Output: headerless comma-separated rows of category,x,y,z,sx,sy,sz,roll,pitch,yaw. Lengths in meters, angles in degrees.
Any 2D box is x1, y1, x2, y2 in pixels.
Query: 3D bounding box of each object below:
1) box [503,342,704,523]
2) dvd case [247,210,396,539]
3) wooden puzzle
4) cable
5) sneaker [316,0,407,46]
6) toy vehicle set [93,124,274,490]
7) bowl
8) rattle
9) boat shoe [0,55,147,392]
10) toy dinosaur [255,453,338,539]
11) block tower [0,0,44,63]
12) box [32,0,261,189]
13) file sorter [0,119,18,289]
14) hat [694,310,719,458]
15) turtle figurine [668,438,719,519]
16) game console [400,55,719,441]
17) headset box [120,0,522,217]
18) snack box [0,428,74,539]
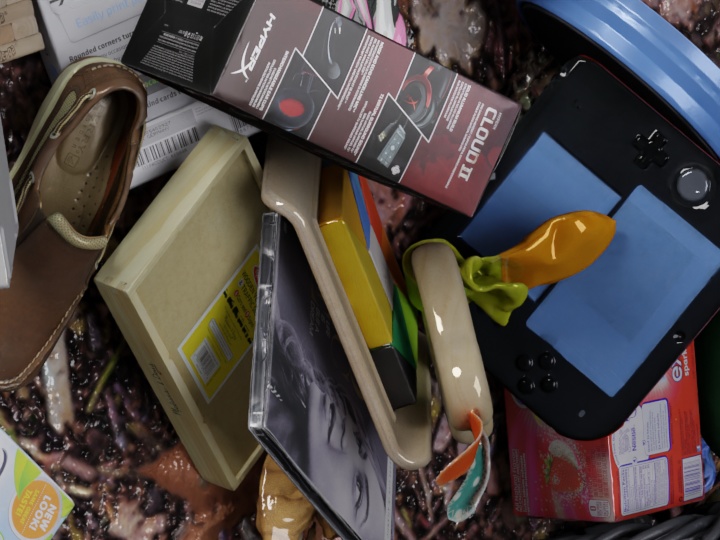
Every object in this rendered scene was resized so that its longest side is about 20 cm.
box,0.160,0.063,1.864,0.100,0.095,0.201,-9,96,-44
dvd case,-0.018,0.078,1.678,0.200,0.016,0.149,55,31,-51
wooden puzzle,0.000,0.000,1.695,0.185,0.037,0.200,-87,153,-65
cable,0.174,0.193,1.854,0.200,0.163,0.051,-7,83,-39
sneaker,-0.018,-0.197,1.715,0.086,0.080,0.201,1,87,-30
toy vehicle set,-0.082,0.026,1.663,0.124,0.026,0.200,-53,143,-25
bowl,0.184,-0.129,1.817,0.039,0.201,0.201,-50,125,-3
rattle,0.101,0.058,1.682,0.142,0.200,0.130,0,118,-10
boat shoe,-0.175,-0.023,1.566,0.075,0.075,0.203,17,94,-24
toy dinosaur,-0.047,0.156,1.699,0.106,0.060,0.200,38,51,-56
block tower,-0.236,-0.211,1.537,0.058,0.054,0.200,-24,108,-38
box,-0.119,-0.165,1.626,0.156,0.041,0.200,-26,111,-20
file sorter,-0.256,-0.094,1.453,0.124,0.139,0.201,-8,103,-4
hat,0.263,0.130,1.898,0.200,0.165,0.176,56,48,-66
turtle figurine,0.311,0.217,1.984,0.200,0.144,0.194,11,90,-37
game console,0.145,-0.010,1.779,0.177,0.031,0.200,40,100,5
headset box,-0.015,-0.103,1.582,0.200,0.149,0.075,24,90,-28
snack box,-0.269,0.121,1.533,0.200,0.053,0.142,50,63,-32
